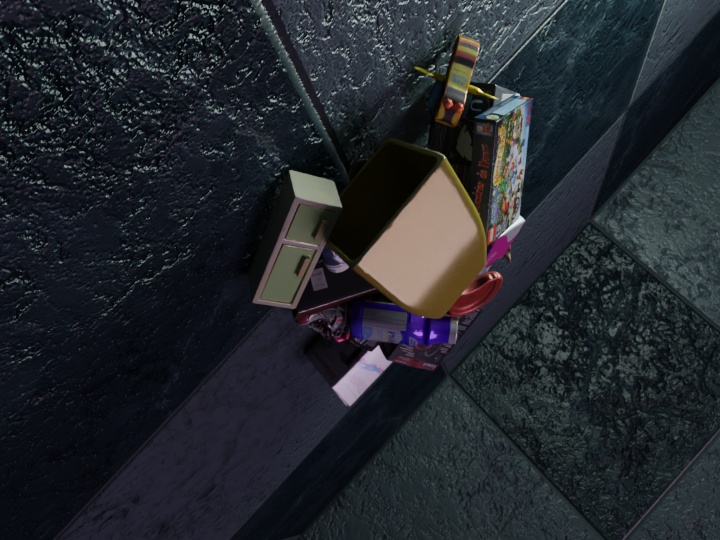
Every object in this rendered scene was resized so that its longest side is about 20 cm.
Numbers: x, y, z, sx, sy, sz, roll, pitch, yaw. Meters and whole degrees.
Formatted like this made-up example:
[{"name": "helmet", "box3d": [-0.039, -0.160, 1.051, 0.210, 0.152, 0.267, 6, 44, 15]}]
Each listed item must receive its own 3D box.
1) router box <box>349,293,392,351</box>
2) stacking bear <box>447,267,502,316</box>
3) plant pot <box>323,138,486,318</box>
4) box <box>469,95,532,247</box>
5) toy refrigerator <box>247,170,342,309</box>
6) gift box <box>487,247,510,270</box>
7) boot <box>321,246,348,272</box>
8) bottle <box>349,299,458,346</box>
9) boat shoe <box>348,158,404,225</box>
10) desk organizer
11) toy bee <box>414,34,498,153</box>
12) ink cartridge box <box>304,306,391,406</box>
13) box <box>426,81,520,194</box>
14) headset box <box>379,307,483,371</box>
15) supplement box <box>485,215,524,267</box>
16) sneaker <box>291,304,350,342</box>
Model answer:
[{"name": "router box", "box3d": [0.056, 0.041, 1.306, 0.200, 0.061, 0.153, -46, -153, 37]}, {"name": "stacking bear", "box3d": [0.169, -0.029, 1.240, 0.118, 0.204, 0.114, -23, 154, -2]}, {"name": "plant pot", "box3d": [0.078, -0.045, 0.990, 0.195, 0.195, 0.200, -48, 118, -2]}, {"name": "box", "box3d": [0.217, -0.154, 1.031, 0.136, 0.037, 0.206, -37, 135, -46]}, {"name": "toy refrigerator", "box3d": [-0.101, -0.038, 0.974, 0.074, 0.071, 0.203, 10, 128, -26]}, {"name": "gift box", "box3d": [0.220, -0.044, 1.474, 0.185, 0.201, 0.186, -28, 158, -42]}, {"name": "boot", "box3d": [-0.001, -0.096, 1.119, 0.201, 0.072, 0.091, -52, 143, -21]}, {"name": "bottle", "box3d": [0.079, 0.099, 1.197, 0.084, 0.193, 0.067, 81, 17, -66]}, {"name": "boat shoe", "box3d": [0.049, -0.109, 1.098, 0.199, 0.063, 0.074, 38, 90, -26]}, {"name": "desk organizer", "box3d": [-0.035, 0.022, 1.176, 0.194, 0.074, 0.077, -16, 169, -17]}, {"name": "toy bee", "box3d": [0.146, -0.259, 0.989, 0.126, 0.208, 0.109, -3, -178, -3]}, {"name": "ink cartridge box", "box3d": [-0.007, 0.171, 1.448, 0.200, 0.147, 0.086, -44, 129, -7]}, {"name": "box", "box3d": [0.189, -0.207, 1.117, 0.131, 0.112, 0.207, -11, 112, -57]}, {"name": "headset box", "box3d": [0.133, 0.115, 1.347, 0.146, 0.076, 0.202, 17, 119, -38]}, {"name": "supplement box", "box3d": [0.214, -0.114, 1.321, 0.102, 0.200, 0.103, -27, 153, -39]}, {"name": "sneaker", "box3d": [-0.065, 0.097, 1.281, 0.078, 0.077, 0.199, -16, 168, 21]}]
